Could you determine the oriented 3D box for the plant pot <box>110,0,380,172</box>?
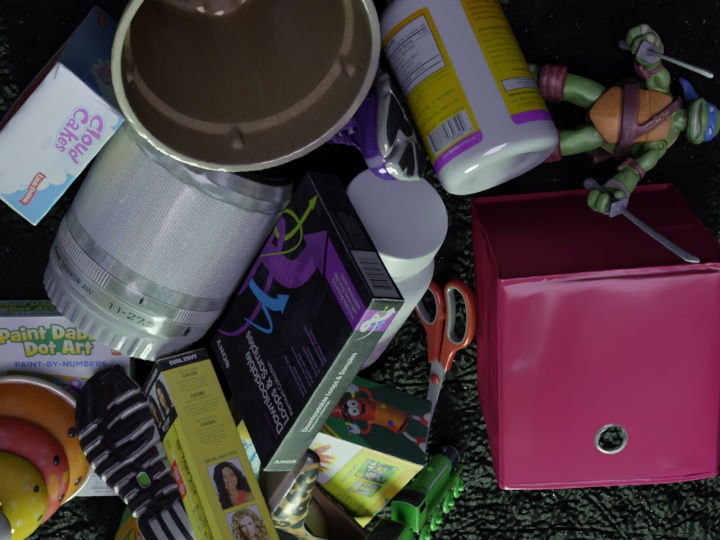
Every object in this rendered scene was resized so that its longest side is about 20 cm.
[{"bbox_3d":[-0.103,-0.213,0.996,0.200,0.184,0.201,-10,134,-10],"label":"plant pot"}]

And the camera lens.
[{"bbox_3d":[-0.163,-0.044,1.096,0.160,0.160,0.200,28,109,-14],"label":"camera lens"}]

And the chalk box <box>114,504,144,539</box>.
[{"bbox_3d":[-0.186,0.335,1.260,0.123,0.124,0.201,9,114,-31],"label":"chalk box"}]

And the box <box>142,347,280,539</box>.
[{"bbox_3d":[-0.126,0.172,1.087,0.050,0.201,0.075,-14,161,-27],"label":"box"}]

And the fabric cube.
[{"bbox_3d":[0.206,0.054,1.134,0.195,0.200,0.200,-3,113,0],"label":"fabric cube"}]

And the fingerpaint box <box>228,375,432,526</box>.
[{"bbox_3d":[-0.048,0.166,1.191,0.166,0.074,0.200,19,144,-10],"label":"fingerpaint box"}]

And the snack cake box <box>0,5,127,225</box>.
[{"bbox_3d":[-0.237,-0.132,1.033,0.067,0.200,0.115,41,106,-18],"label":"snack cake box"}]

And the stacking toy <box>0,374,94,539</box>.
[{"bbox_3d":[-0.316,0.197,1.125,0.145,0.200,0.147,-1,114,-2],"label":"stacking toy"}]

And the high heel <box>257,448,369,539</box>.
[{"bbox_3d":[-0.025,0.207,1.127,0.142,0.072,0.200,14,147,-15],"label":"high heel"}]

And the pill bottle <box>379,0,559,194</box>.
[{"bbox_3d":[0.079,-0.171,1.047,0.104,0.104,0.201,-23,79,7],"label":"pill bottle"}]

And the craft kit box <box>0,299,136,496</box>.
[{"bbox_3d":[-0.313,0.124,1.226,0.199,0.049,0.198,-1,111,-2],"label":"craft kit box"}]

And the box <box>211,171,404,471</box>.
[{"bbox_3d":[-0.049,0.042,1.015,0.036,0.143,0.200,3,132,-34],"label":"box"}]

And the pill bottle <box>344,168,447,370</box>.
[{"bbox_3d":[0.000,0.000,1.100,0.114,0.115,0.200,17,147,-10],"label":"pill bottle"}]

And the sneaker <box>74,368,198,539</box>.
[{"bbox_3d":[-0.191,0.190,1.184,0.076,0.200,0.116,-32,156,0],"label":"sneaker"}]

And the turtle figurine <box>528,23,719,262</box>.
[{"bbox_3d":[0.201,-0.128,1.067,0.193,0.200,0.144,5,129,16],"label":"turtle figurine"}]

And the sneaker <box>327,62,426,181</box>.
[{"bbox_3d":[-0.002,-0.120,1.049,0.083,0.200,0.081,-27,120,2],"label":"sneaker"}]

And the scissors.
[{"bbox_3d":[0.079,0.096,1.225,0.073,0.014,0.201,16,119,35],"label":"scissors"}]

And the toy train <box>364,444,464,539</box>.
[{"bbox_3d":[0.051,0.229,1.212,0.042,0.200,0.057,8,116,23],"label":"toy train"}]
